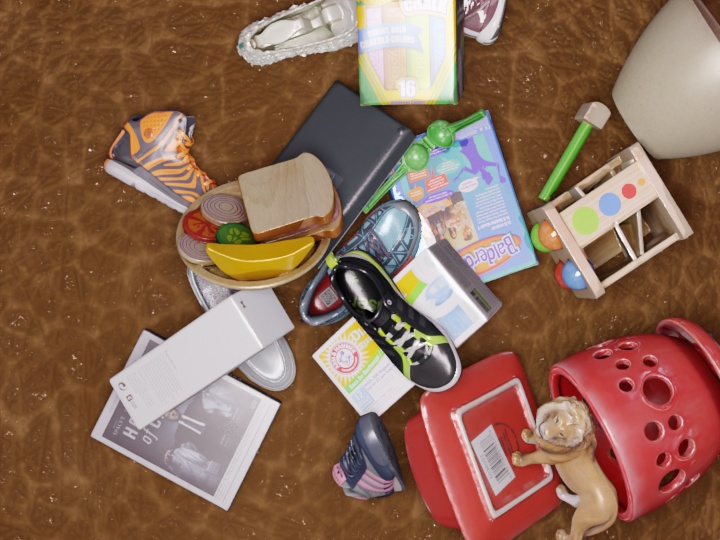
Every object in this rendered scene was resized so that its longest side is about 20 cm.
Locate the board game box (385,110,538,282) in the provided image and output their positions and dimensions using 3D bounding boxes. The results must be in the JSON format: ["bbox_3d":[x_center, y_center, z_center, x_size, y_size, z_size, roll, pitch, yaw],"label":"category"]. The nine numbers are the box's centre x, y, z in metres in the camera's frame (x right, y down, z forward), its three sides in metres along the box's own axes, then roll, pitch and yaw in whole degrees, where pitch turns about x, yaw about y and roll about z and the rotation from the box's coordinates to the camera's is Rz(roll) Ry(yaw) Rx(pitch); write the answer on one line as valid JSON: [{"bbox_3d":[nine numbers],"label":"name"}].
[{"bbox_3d":[0.120,-0.078,1.389,0.149,0.045,0.204,-18,89,0],"label":"board game box"}]

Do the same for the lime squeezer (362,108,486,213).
[{"bbox_3d":[0.080,-0.140,1.339,0.038,0.071,0.199,36,122,-28],"label":"lime squeezer"}]

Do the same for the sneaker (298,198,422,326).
[{"bbox_3d":[0.000,0.000,1.341,0.079,0.095,0.200,42,106,3],"label":"sneaker"}]

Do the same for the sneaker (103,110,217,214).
[{"bbox_3d":[-0.213,-0.131,1.372,0.197,0.078,0.114,28,90,0],"label":"sneaker"}]

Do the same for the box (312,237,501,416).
[{"bbox_3d":[0.055,0.072,1.326,0.200,0.101,0.113,-44,84,18],"label":"box"}]

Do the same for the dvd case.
[{"bbox_3d":[-0.219,0.187,1.393,0.197,0.025,0.152,28,88,0],"label":"dvd case"}]

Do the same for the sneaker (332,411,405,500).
[{"bbox_3d":[0.003,0.230,1.312,0.081,0.201,0.071,-17,59,0],"label":"sneaker"}]

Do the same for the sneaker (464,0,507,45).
[{"bbox_3d":[0.138,-0.393,1.383,0.113,0.076,0.204,13,89,3],"label":"sneaker"}]

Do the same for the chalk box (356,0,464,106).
[{"bbox_3d":[0.060,-0.307,1.318,0.121,0.125,0.204,0,108,10],"label":"chalk box"}]

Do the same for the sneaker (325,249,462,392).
[{"bbox_3d":[0.029,0.061,1.234,0.200,0.083,0.072,46,108,9],"label":"sneaker"}]

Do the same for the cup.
[{"bbox_3d":[0.390,-0.218,1.337,0.142,0.200,0.202,-35,89,24],"label":"cup"}]

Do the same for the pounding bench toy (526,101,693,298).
[{"bbox_3d":[0.273,-0.085,1.351,0.155,0.124,0.202,-32,89,-1],"label":"pounding bench toy"}]

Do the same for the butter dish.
[{"bbox_3d":[0.126,0.224,1.343,0.198,0.147,0.203,-19,89,-45],"label":"butter dish"}]

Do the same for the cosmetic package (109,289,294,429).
[{"bbox_3d":[-0.186,0.098,1.301,0.199,0.101,0.072,-34,88,22],"label":"cosmetic package"}]

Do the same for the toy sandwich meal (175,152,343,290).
[{"bbox_3d":[-0.117,-0.060,1.275,0.201,0.071,0.207,0,45,0],"label":"toy sandwich meal"}]

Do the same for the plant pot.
[{"bbox_3d":[0.345,0.169,1.316,0.180,0.200,0.204,-22,89,-9],"label":"plant pot"}]

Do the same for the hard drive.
[{"bbox_3d":[-0.041,-0.122,1.363,0.139,0.033,0.201,37,89,33],"label":"hard drive"}]

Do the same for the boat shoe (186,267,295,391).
[{"bbox_3d":[-0.152,0.066,1.371,0.070,0.072,0.202,-36,89,-1],"label":"boat shoe"}]

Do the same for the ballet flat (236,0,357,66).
[{"bbox_3d":[-0.060,-0.304,1.383,0.197,0.072,0.073,-21,89,-1],"label":"ballet flat"}]

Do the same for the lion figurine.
[{"bbox_3d":[0.249,0.231,1.266,0.201,0.121,0.073,54,48,-15],"label":"lion figurine"}]
